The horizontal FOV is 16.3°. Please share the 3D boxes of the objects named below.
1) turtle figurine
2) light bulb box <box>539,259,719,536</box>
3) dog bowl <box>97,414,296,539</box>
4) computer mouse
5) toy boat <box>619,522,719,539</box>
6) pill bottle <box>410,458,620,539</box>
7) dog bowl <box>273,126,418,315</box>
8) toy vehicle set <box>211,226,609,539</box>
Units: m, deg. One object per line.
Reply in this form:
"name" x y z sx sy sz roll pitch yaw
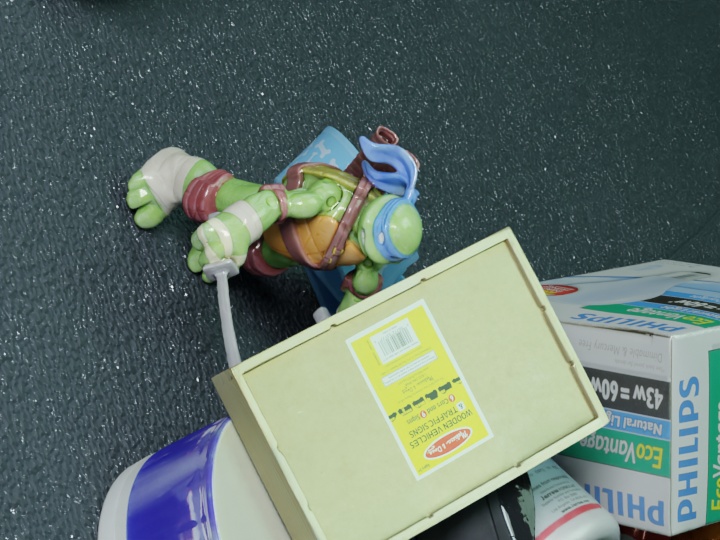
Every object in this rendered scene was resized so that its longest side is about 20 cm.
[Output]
"turtle figurine" -0.058 0.008 1.459 0.143 0.193 0.202 1 100 -39
"light bulb box" 0.192 0.075 1.596 0.199 0.197 0.126 -9 102 -40
"dog bowl" -0.050 0.179 1.360 0.200 0.078 0.201 45 28 -32
"computer mouse" 0.084 0.170 1.377 0.046 0.140 0.201 22 54 -42
"toy boat" 0.215 0.198 1.622 0.129 0.131 0.201 13 46 -2
"pill bottle" 0.053 0.130 1.522 0.200 0.109 0.109 42 15 26
"dog bowl" 0.000 0.000 1.606 0.112 0.049 0.201 49 -15 44
"toy vehicle set" 0.030 0.071 1.368 0.199 0.026 0.125 -26 88 -30
